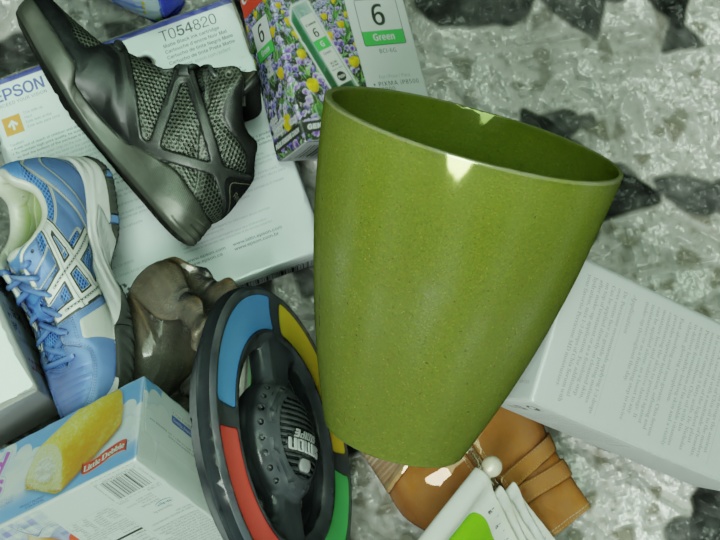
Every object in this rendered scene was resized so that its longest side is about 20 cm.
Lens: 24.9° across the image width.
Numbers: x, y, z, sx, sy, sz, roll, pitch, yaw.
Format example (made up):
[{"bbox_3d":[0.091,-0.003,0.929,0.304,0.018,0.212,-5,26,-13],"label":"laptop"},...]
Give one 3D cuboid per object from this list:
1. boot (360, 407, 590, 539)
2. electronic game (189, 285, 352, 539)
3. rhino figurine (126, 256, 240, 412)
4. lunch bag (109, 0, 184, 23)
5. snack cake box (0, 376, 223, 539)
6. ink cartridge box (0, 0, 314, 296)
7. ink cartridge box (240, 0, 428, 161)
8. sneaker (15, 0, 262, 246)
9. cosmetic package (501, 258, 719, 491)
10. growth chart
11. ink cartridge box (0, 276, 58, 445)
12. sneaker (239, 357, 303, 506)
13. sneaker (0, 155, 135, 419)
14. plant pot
[{"bbox_3d":[0.106,0.103,1.119,0.200,0.077,0.155,-43,82,-5],"label":"boot"},{"bbox_3d":[-0.052,0.109,1.031,0.041,0.200,0.202,-14,80,19],"label":"electronic game"},{"bbox_3d":[-0.145,0.084,1.102,0.087,0.060,0.201,33,104,35],"label":"rhino figurine"},{"bbox_3d":[-0.197,-0.275,1.134,0.127,0.170,0.200,-39,82,-7],"label":"lunch bag"},{"bbox_3d":[-0.177,0.160,1.042,0.199,0.115,0.068,-27,40,23],"label":"snack cake box"},{"bbox_3d":[-0.147,-0.068,1.163,0.198,0.041,0.202,-19,81,-4],"label":"ink cartridge box"},{"bbox_3d":[-0.025,-0.184,1.162,0.108,0.050,0.202,-9,80,-28],"label":"ink cartridge box"},{"bbox_3d":[-0.142,-0.125,1.117,0.114,0.076,0.200,-42,86,-10],"label":"sneaker"},{"bbox_3d":[0.186,0.071,1.089,0.199,0.071,0.102,24,78,-25],"label":"cosmetic package"},{"bbox_3d":[0.098,0.222,1.060,0.200,0.018,0.145,49,61,-28],"label":"growth chart"},{"bbox_3d":[-0.280,0.017,1.094,0.082,0.147,0.201,-25,82,-6],"label":"ink cartridge box"},{"bbox_3d":[-0.063,0.124,1.131,0.088,0.077,0.202,5,77,-32],"label":"sneaker"},{"bbox_3d":[-0.200,0.018,1.074,0.077,0.075,0.202,6,63,-42],"label":"sneaker"},{"bbox_3d":[0.044,0.010,1.006,0.185,0.187,0.202,16,105,2],"label":"plant pot"}]
